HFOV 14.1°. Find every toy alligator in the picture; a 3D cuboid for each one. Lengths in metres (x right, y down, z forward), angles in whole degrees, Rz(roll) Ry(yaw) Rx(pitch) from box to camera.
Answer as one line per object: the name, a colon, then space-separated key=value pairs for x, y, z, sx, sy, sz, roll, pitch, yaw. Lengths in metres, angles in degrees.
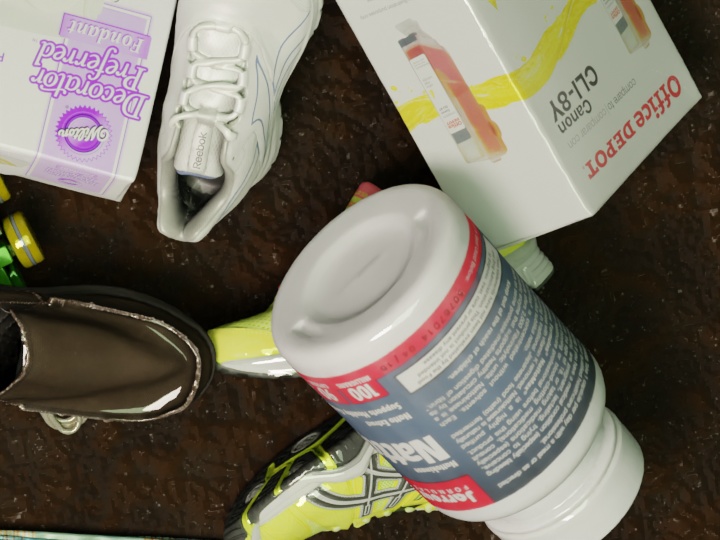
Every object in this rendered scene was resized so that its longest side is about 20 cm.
toy alligator: x=-0.201 y=-0.003 z=1.572 sx=0.059 sy=0.054 sz=0.200 roll=-26 pitch=111 yaw=-2

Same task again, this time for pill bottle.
pill bottle: x=0.057 y=0.060 z=1.517 sx=0.120 sy=0.120 sz=0.200 roll=-43 pitch=120 yaw=1

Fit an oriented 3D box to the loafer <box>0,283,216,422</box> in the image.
loafer: x=-0.173 y=0.047 z=1.526 sx=0.200 sy=0.071 sz=0.073 roll=8 pitch=107 yaw=-13

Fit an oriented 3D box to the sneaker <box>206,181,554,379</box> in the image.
sneaker: x=0.000 y=0.000 z=1.597 sx=0.200 sy=0.078 sz=0.090 roll=-21 pitch=96 yaw=-11

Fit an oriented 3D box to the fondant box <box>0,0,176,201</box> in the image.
fondant box: x=-0.168 y=-0.151 z=1.514 sx=0.144 sy=0.058 sz=0.200 roll=14 pitch=78 yaw=-11

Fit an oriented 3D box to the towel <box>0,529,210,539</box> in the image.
towel: x=-0.180 y=0.217 z=1.631 sx=0.200 sy=0.022 sz=0.147 roll=3 pitch=101 yaw=-11

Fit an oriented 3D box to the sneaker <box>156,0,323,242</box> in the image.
sneaker: x=-0.068 y=-0.097 z=1.513 sx=0.074 sy=0.087 sz=0.200 roll=14 pitch=132 yaw=7

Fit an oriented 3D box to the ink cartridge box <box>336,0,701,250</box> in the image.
ink cartridge box: x=0.078 y=-0.133 z=1.538 sx=0.145 sy=0.083 sz=0.200 roll=-44 pitch=110 yaw=-46

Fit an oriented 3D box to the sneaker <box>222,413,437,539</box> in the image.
sneaker: x=0.017 y=0.111 z=1.614 sx=0.200 sy=0.075 sz=0.076 roll=-31 pitch=103 yaw=-1
